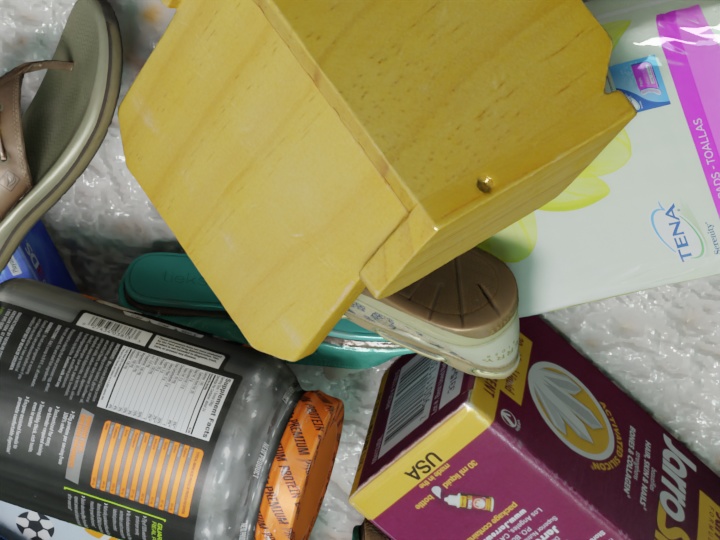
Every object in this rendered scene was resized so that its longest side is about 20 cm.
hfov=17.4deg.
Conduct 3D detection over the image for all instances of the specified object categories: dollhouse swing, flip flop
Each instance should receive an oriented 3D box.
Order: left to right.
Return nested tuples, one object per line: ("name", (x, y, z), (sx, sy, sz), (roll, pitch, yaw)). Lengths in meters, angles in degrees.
("flip flop", (-0.194, -0.062, 1.257), (0.058, 0.081, 0.200), (33, 99, -33))
("dollhouse swing", (-0.001, -0.083, 1.200), (0.200, 0.182, 0.176), (54, 155, 14))

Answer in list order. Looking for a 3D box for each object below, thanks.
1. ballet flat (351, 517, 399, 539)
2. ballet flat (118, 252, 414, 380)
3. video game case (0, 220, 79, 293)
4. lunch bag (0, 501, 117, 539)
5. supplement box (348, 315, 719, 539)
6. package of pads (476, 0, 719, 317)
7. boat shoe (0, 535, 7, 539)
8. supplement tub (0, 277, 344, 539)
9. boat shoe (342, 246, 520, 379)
("ballet flat", (0.023, 0.177, 1.354), (0.065, 0.200, 0.071), (-3, 82, -4))
("ballet flat", (-0.037, 0.029, 1.332), (0.200, 0.067, 0.070), (4, 142, 9))
("video game case", (-0.284, -0.030, 1.345), (0.181, 0.045, 0.200), (-15, 117, 19))
("lunch bag", (-0.127, 0.140, 1.403), (0.200, 0.076, 0.160), (5, 123, 8))
("supplement box", (0.105, 0.127, 1.319), (0.200, 0.131, 0.103), (41, 119, -15))
("package of pads", (0.134, -0.063, 1.237), (0.200, 0.068, 0.155), (-12, 117, 20))
("boat shoe", (-0.207, 0.206, 1.374), (0.200, 0.069, 0.084), (25, 114, -6))
("supplement tub", (-0.117, 0.086, 1.274), (0.200, 0.123, 0.123), (17, 122, 8))
("boat shoe", (0.000, 0.000, 1.264), (0.200, 0.073, 0.063), (31, 153, 32))
